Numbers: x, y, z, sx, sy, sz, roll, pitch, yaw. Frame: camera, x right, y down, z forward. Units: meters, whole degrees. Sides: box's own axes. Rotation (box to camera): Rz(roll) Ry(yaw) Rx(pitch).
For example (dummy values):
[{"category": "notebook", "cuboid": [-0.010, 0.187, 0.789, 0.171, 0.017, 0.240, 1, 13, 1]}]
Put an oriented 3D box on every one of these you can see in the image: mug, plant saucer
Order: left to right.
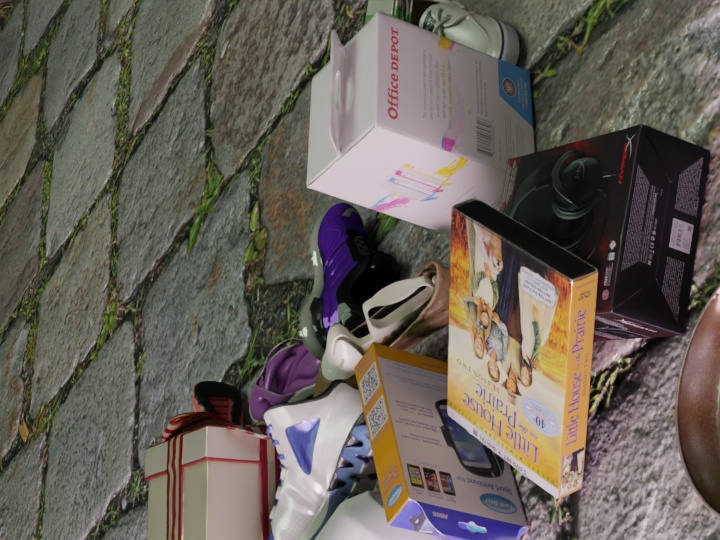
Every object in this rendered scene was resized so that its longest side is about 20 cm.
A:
[{"category": "mug", "cuboid": [-0.001, 0.271, 1.346, 0.186, 0.149, 0.153, 33, 96, 56]}, {"category": "plant saucer", "cuboid": [0.285, 0.075, 1.019, 0.200, 0.032, 0.201, -40, 41, 47]}]

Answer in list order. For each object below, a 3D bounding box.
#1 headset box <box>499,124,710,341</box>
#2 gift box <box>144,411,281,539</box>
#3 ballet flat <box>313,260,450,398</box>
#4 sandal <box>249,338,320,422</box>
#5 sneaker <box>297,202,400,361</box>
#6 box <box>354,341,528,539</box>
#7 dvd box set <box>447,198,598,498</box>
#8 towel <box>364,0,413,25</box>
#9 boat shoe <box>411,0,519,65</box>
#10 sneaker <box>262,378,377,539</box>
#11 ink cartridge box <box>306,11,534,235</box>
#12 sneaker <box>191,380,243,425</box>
[{"category": "headset box", "cuboid": [0.179, -0.022, 1.235, 0.200, 0.077, 0.149, -8, 68, 60]}, {"category": "gift box", "cuboid": [-0.099, 0.235, 1.522, 0.200, 0.184, 0.187, -24, 62, 53]}, {"category": "ballet flat", "cuboid": [0.016, 0.059, 1.429, 0.200, 0.072, 0.068, -39, 40, 11]}, {"category": "sandal", "cuboid": [-0.084, 0.111, 1.699, 0.203, 0.050, 0.083, -36, 44, 51]}, {"category": "sneaker", "cuboid": [0.000, 0.000, 1.592, 0.099, 0.070, 0.201, -26, 39, 30]}, {"category": "box", "cuboid": [0.068, 0.156, 1.297, 0.042, 0.119, 0.200, -53, 32, 34]}, {"category": "dvd box set", "cuboid": [0.122, 0.060, 1.208, 0.146, 0.029, 0.201, 36, 136, 45]}, {"category": "towel", "cuboid": [0.023, -0.198, 1.629, 0.153, 0.023, 0.201, -144, 56, -75]}, {"category": "boat shoe", "cuboid": [0.092, -0.236, 1.539, 0.071, 0.070, 0.200, -65, 27, 16]}, {"category": "sneaker", "cuboid": [-0.047, 0.181, 1.407, 0.115, 0.081, 0.200, 34, 96, 25]}, {"category": "ink cartridge box", "cuboid": [0.045, -0.135, 1.423, 0.125, 0.199, 0.129, -39, 42, 49]}, {"category": "sneaker", "cuboid": [-0.160, 0.218, 1.787, 0.200, 0.073, 0.087, -107, 28, -55]}]
